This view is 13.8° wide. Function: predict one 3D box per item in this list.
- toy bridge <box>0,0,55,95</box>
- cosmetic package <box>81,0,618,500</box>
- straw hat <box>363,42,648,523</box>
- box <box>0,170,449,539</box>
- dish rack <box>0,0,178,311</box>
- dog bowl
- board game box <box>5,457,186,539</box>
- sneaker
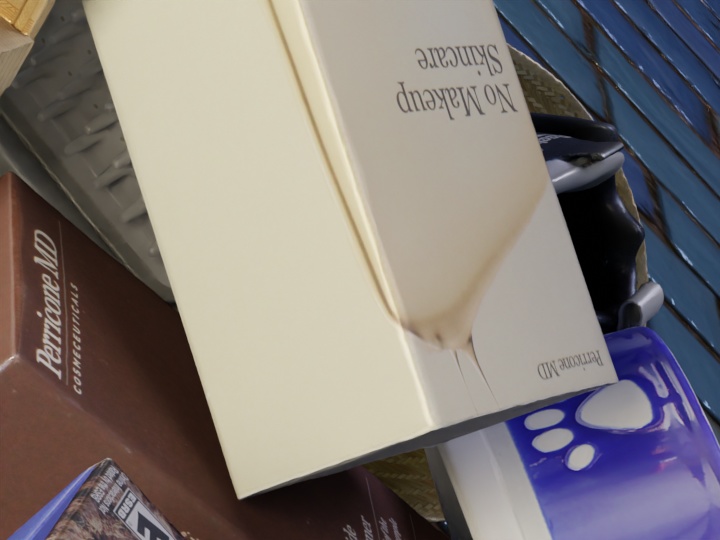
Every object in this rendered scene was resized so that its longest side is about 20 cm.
[{"bbox_3d":[-0.108,-0.054,0.757,0.027,0.200,0.067,37,23,9],"label":"toy bridge"},{"bbox_3d":[-0.010,-0.047,0.824,0.104,0.073,0.200,-12,81,-56],"label":"cosmetic package"},{"bbox_3d":[0.000,0.000,1.101,0.201,0.201,0.085,48,-24,-6],"label":"straw hat"},{"bbox_3d":[-0.051,0.074,0.842,0.200,0.075,0.100,40,20,-27],"label":"box"},{"bbox_3d":[-0.074,-0.085,0.964,0.200,0.172,0.044,52,45,2],"label":"dish rack"},{"bbox_3d":[0.085,0.121,0.941,0.200,0.079,0.200,161,-90,-88],"label":"dog bowl"},{"bbox_3d":[-0.038,0.164,0.630,0.200,0.097,0.159,48,16,-7],"label":"board game box"},{"bbox_3d":[0.026,-0.042,0.993,0.079,0.130,0.199,-33,92,-43],"label":"sneaker"}]
